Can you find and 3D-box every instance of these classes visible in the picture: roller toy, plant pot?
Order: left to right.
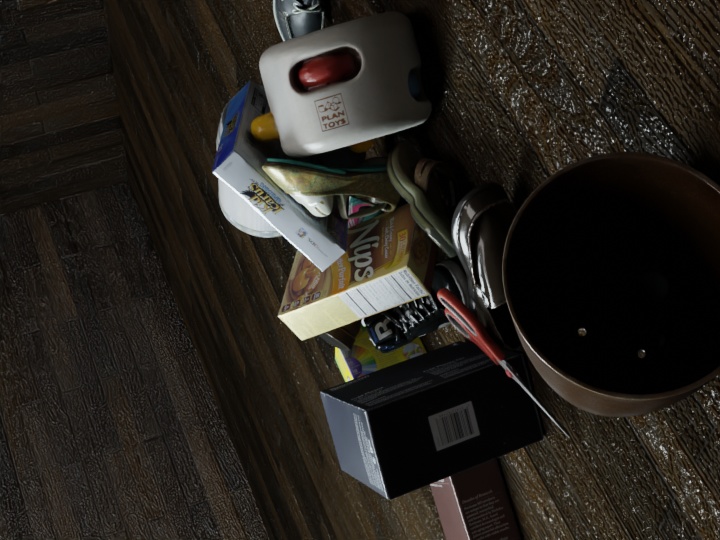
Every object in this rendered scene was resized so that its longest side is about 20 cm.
[{"bbox_3d":[-0.017,-0.203,1.354,0.182,0.198,0.142,-4,104,60],"label":"roller toy"},{"bbox_3d":[0.203,0.039,0.936,0.201,0.184,0.189,75,171,-66],"label":"plant pot"}]

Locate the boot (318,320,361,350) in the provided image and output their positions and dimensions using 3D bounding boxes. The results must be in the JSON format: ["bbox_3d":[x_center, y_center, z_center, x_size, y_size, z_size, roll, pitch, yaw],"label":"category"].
[{"bbox_3d":[-0.031,0.057,1.566,0.073,0.076,0.200,32,172,-13],"label":"boot"}]

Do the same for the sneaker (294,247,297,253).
[{"bbox_3d":[-0.061,-0.030,1.625,0.101,0.069,0.201,62,173,19],"label":"sneaker"}]

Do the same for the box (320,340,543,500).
[{"bbox_3d":[0.078,0.166,1.378,0.182,0.197,0.106,-173,66,-72],"label":"box"}]

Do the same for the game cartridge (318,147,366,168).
[{"bbox_3d":[-0.044,-0.196,1.538,0.134,0.040,0.201,53,-165,-22],"label":"game cartridge"}]

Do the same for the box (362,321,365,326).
[{"bbox_3d":[-0.011,-0.015,1.756,0.075,0.049,0.203,126,127,-69],"label":"box"}]

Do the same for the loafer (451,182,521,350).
[{"bbox_3d":[0.148,0.000,1.235,0.071,0.072,0.202,47,159,48],"label":"loafer"}]

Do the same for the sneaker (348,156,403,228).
[{"bbox_3d":[0.022,-0.041,1.580,0.201,0.082,0.122,100,158,-55],"label":"sneaker"}]

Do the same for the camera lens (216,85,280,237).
[{"bbox_3d":[-0.143,-0.164,1.854,0.201,0.158,0.161,97,151,-53],"label":"camera lens"}]

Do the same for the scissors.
[{"bbox_3d":[0.150,0.096,1.253,0.200,0.014,0.073,47,168,22],"label":"scissors"}]

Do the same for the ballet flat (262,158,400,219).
[{"bbox_3d":[-0.028,-0.093,1.374,0.070,0.198,0.072,2,92,48],"label":"ballet flat"}]

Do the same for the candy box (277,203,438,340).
[{"bbox_3d":[0.000,0.000,1.444,0.055,0.198,0.117,45,-141,-31],"label":"candy box"}]

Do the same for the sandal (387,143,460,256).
[{"bbox_3d":[0.086,-0.086,1.337,0.079,0.057,0.202,36,-163,-31],"label":"sandal"}]

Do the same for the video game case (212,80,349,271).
[{"bbox_3d":[-0.091,-0.118,1.444,0.181,0.045,0.201,41,-155,-21],"label":"video game case"}]

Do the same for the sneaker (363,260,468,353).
[{"bbox_3d":[0.064,0.056,1.460,0.074,0.111,0.200,60,163,9],"label":"sneaker"}]

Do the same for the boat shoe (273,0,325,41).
[{"bbox_3d":[-0.080,-0.378,1.591,0.060,0.074,0.203,-126,24,-61],"label":"boat shoe"}]

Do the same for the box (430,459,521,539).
[{"bbox_3d":[0.154,0.337,1.516,0.100,0.074,0.203,150,105,-73],"label":"box"}]

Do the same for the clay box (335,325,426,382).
[{"bbox_3d":[0.043,0.148,1.622,0.048,0.113,0.202,93,155,-52],"label":"clay box"}]
